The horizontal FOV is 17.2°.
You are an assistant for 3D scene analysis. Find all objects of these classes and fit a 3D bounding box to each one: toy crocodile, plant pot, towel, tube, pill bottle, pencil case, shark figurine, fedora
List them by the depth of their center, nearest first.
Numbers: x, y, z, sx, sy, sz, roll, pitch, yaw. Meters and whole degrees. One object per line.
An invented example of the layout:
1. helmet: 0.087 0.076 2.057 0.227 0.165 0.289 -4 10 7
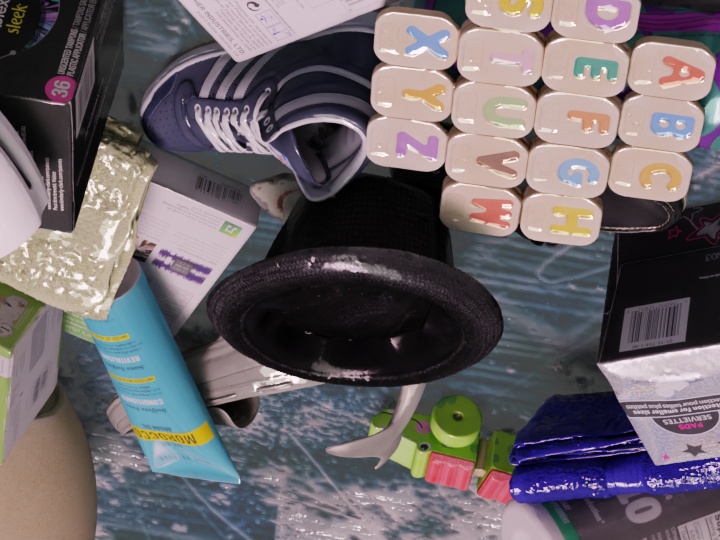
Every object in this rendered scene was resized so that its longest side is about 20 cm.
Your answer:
1. pencil case: 0.126 -0.129 1.410 0.198 0.085 0.093 10 133 1
2. fedora: 0.000 0.000 1.503 0.199 0.092 0.201 7 155 3
3. towel: -0.237 -0.058 1.570 0.199 0.037 0.149 23 121 6
4. shark figurine: 0.020 0.023 1.613 0.127 0.089 0.216 -17 94 13
5. towel: 0.211 0.109 1.658 0.199 0.148 0.050 -7 107 22
6. tube: -0.147 0.078 1.688 0.077 0.051 0.201 9 138 32
7. pill bottle: 0.211 0.184 1.700 0.199 0.113 0.113 -18 146 -18
8. toy crocodile: 0.101 0.145 1.778 0.199 0.062 0.068 14 142 -3
9. plant pot: -0.283 0.141 1.788 0.199 0.201 0.135 16 116 -7

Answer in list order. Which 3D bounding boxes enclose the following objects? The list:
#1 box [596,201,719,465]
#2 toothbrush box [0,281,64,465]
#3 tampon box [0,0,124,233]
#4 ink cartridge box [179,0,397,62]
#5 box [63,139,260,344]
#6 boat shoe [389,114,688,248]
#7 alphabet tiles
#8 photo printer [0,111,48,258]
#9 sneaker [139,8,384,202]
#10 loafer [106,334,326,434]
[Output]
1. box: 0.269 0.035 1.540 0.199 0.133 0.115 -11 134 26
2. toothbrush box: -0.313 0.027 1.674 0.199 0.086 0.146 25 143 8
3. tampon box: -0.254 -0.132 1.447 0.198 0.151 0.127 10 142 1
4. ink cartridge box: -0.025 -0.212 1.350 0.199 0.077 0.136 -16 135 33
5. box: -0.172 -0.018 1.665 0.144 0.037 0.200 24 139 -15
6. boat shoe: 0.112 -0.048 1.530 0.198 0.066 0.075 17 142 -7
7. alphabet tiles: 0.101 -0.093 1.380 0.194 0.015 0.201 7 135 2
8. photo printer: -0.289 -0.060 1.365 0.199 0.070 0.167 -13 135 29
9. sneaker: -0.065 -0.090 1.486 0.199 0.109 0.070 -16 134 30
10. loafer: -0.105 0.086 1.739 0.199 0.070 0.070 -26 91 38
